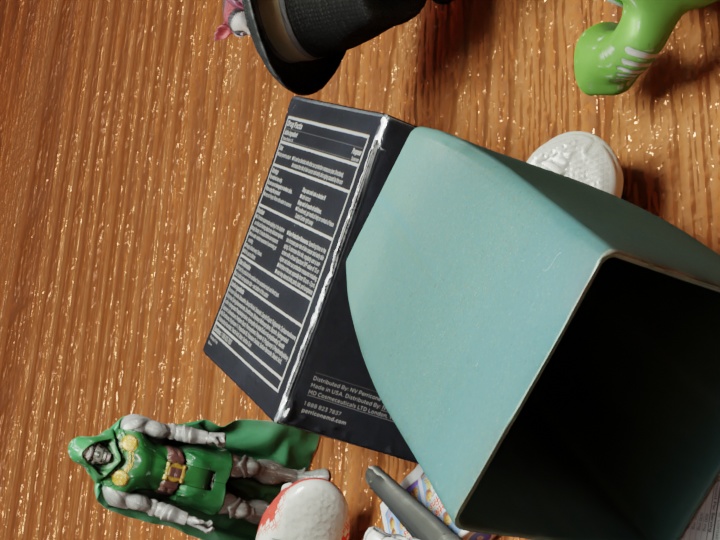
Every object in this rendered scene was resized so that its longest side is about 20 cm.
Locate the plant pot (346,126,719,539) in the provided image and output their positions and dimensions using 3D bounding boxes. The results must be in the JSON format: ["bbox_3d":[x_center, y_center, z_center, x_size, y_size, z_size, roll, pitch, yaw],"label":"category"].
[{"bbox_3d":[0.084,0.017,0.706,0.142,0.140,0.200,-62,37,18],"label":"plant pot"}]

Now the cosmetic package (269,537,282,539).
[{"bbox_3d":[-0.051,0.282,0.924,0.201,0.112,0.081,-57,32,23],"label":"cosmetic package"}]

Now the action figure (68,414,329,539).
[{"bbox_3d":[-0.119,0.149,1.019,0.055,0.198,0.120,-6,70,58],"label":"action figure"}]

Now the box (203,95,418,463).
[{"bbox_3d":[0.000,0.000,0.955,0.200,0.122,0.200,28,99,68],"label":"box"}]

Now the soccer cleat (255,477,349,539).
[{"bbox_3d":[-0.057,0.236,0.993,0.085,0.068,0.201,-93,26,-62],"label":"soccer cleat"}]

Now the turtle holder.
[{"bbox_3d":[0.169,-0.205,0.799,0.132,0.140,0.187,-138,28,-75],"label":"turtle holder"}]

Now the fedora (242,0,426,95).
[{"bbox_3d":[-0.005,-0.219,0.982,0.091,0.200,0.203,3,74,24],"label":"fedora"}]

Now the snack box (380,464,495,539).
[{"bbox_3d":[0.077,0.122,0.870,0.200,0.024,0.072,-51,36,35],"label":"snack box"}]

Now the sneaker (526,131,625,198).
[{"bbox_3d":[0.098,0.011,0.847,0.077,0.082,0.201,44,107,20],"label":"sneaker"}]

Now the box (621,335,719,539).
[{"bbox_3d":[0.197,0.089,0.669,0.199,0.032,0.123,-4,72,61],"label":"box"}]

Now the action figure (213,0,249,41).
[{"bbox_3d":[-0.072,-0.279,1.237,0.200,0.148,0.134,-46,43,17],"label":"action figure"}]

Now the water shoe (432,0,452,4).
[{"bbox_3d":[0.072,-0.299,1.058,0.079,0.071,0.202,-21,57,57],"label":"water shoe"}]

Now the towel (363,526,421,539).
[{"bbox_3d":[0.073,0.238,0.725,0.199,0.085,0.168,10,85,44],"label":"towel"}]

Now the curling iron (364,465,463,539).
[{"bbox_3d":[0.053,0.180,0.841,0.200,0.025,0.050,47,116,44],"label":"curling iron"}]
